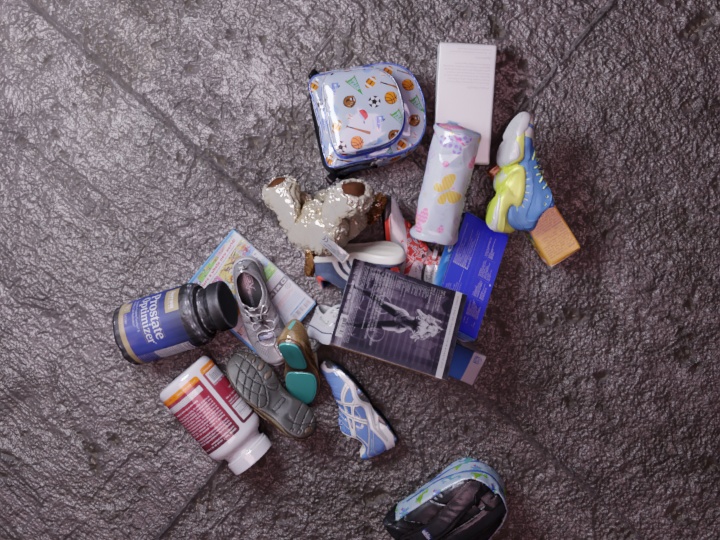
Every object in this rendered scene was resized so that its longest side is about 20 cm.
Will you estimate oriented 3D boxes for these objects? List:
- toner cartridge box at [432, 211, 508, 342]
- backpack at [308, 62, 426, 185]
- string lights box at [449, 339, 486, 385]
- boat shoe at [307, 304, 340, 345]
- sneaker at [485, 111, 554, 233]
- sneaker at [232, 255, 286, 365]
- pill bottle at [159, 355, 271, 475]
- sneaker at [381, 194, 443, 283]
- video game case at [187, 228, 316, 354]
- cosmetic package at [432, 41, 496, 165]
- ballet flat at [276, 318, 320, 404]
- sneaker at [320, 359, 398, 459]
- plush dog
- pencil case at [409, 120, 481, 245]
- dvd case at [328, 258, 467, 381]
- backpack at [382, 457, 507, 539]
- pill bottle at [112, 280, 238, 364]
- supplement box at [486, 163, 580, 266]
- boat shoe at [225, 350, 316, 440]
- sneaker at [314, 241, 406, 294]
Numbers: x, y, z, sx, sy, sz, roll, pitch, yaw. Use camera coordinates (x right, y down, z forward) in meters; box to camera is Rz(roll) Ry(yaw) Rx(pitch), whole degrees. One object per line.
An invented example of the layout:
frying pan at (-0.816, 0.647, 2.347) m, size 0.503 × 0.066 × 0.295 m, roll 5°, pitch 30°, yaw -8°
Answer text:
toner cartridge box at (0.179, 0.011, 1.492) m, size 0.094 × 0.043 × 0.202 m, roll 27°, pitch 71°, yaw -17°
backpack at (0.016, -0.264, 1.470) m, size 0.188 × 0.154 × 0.202 m, roll -12°, pitch 93°, yaw -7°
string lights box at (0.106, 0.120, 1.501) m, size 0.199 × 0.103 × 0.059 m, roll 24°, pitch 98°, yaw -19°
boat shoe at (-0.042, 0.092, 1.488) m, size 0.073 × 0.199 × 0.068 m, roll 8°, pitch 89°, yaw -29°
sneaker at (0.277, -0.157, 1.448) m, size 0.104 × 0.076 × 0.202 m, roll 11°, pitch 105°, yaw -10°
sneaker at (-0.183, 0.077, 1.524) m, size 0.074 × 0.082 × 0.202 m, roll -22°, pitch 97°, yaw 4°
pill bottle at (-0.254, 0.261, 1.551) m, size 0.113 × 0.113 × 0.200 m, roll -39°, pitch 93°, yaw 6°
sneaker at (0.099, -0.039, 1.530) m, size 0.107 × 0.067 × 0.204 m, roll -8°, pitch 99°, yaw 1°
video game case at (-0.199, 0.045, 1.573) m, size 0.200 × 0.018 × 0.143 m, roll 41°, pitch 97°, yaw -3°
cosmetic package at (0.176, -0.284, 1.496) m, size 0.100 × 0.074 × 0.202 m, roll 4°, pitch 99°, yaw 2°
ballet flat at (-0.105, 0.156, 1.537) m, size 0.067 × 0.073 × 0.201 m, roll 3°, pitch 140°, yaw 14°
sneaker at (-0.014, 0.250, 1.560) m, size 0.077 × 0.076 × 0.201 m, roll -35°, pitch 93°, yaw 1°
plush dog at (-0.049, -0.085, 1.472) m, size 0.198 × 0.172 × 0.162 m, roll 5°, pitch 106°, yaw 24°
pencil case at (0.140, -0.142, 1.441) m, size 0.082 × 0.091 × 0.202 m, roll 11°, pitch 108°, yaw -3°
dvd case at (0.063, 0.079, 1.410) m, size 0.198 × 0.016 × 0.150 m, roll 17°, pitch 71°, yaw -3°
backpack at (0.168, 0.429, 1.553) m, size 0.163 × 0.154 × 0.200 m, roll 45°, pitch 118°, yaw -1°
pill bottle at (-0.320, 0.087, 1.522) m, size 0.198 × 0.112 × 0.113 m, roll -18°, pitch 96°, yaw 12°
supplement box at (0.300, -0.107, 1.515) m, size 0.069 × 0.067 × 0.201 m, roll -35°, pitch 94°, yaw 5°
boat shoe at (-0.164, 0.232, 1.559) m, size 0.076 × 0.074 × 0.200 m, roll -41°, pitch 79°, yaw -22°
sneaker at (0.000, 0.000, 1.504) m, size 0.199 × 0.075 × 0.085 m, roll 1°, pitch 109°, yaw 42°
